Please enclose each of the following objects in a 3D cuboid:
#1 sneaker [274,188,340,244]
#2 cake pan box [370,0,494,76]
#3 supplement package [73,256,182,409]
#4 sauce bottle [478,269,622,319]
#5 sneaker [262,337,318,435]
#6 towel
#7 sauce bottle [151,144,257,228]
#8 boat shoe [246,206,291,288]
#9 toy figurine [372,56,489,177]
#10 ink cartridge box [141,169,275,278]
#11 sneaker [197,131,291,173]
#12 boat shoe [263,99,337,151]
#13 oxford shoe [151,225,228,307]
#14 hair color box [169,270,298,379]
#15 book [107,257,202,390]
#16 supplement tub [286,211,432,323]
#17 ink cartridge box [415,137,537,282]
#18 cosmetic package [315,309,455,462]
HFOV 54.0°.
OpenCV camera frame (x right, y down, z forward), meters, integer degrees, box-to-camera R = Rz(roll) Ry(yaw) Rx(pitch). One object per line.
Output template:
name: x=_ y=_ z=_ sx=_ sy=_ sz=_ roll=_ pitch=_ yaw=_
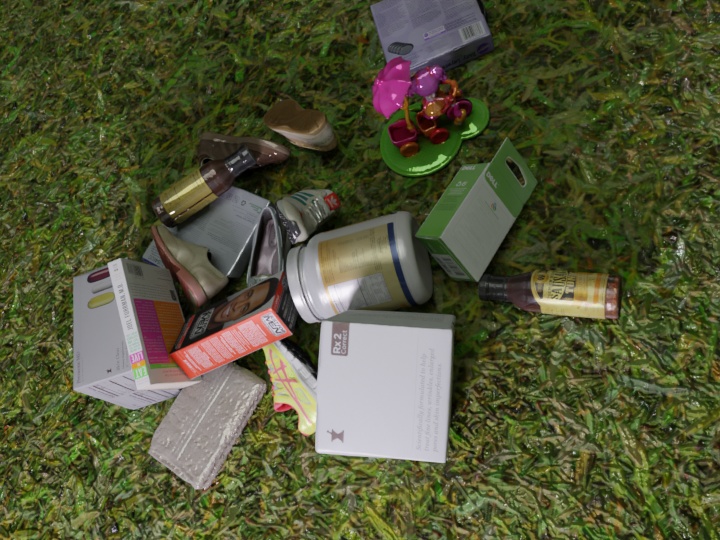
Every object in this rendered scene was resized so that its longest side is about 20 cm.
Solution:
sneaker: x=-0.081 y=-0.102 z=1.156 sx=0.093 sy=0.200 sz=0.071 roll=-23 pitch=103 yaw=4
cake pan box: x=0.130 y=-0.445 z=1.287 sx=0.199 sy=0.052 sz=0.185 roll=-21 pitch=64 yaw=12
supplement package: x=-0.386 y=0.109 z=1.182 sx=0.110 sy=0.156 sz=0.201 roll=-19 pitch=63 yaw=13
sauce bottle: x=0.270 y=0.032 z=1.015 sx=0.198 sy=0.066 sz=0.067 roll=2 pitch=68 yaw=24
sneaker: x=-0.113 y=0.171 z=1.097 sx=0.090 sy=0.078 sz=0.200 roll=-47 pitch=58 yaw=5
towel: x=-0.246 y=0.239 z=1.143 sx=0.132 sy=0.034 sz=0.201 roll=26 pitch=77 yaw=27
sauce bottle: x=-0.275 y=-0.153 z=1.260 sx=0.199 sy=0.065 sz=0.065 roll=-32 pitch=60 yaw=5
boat shoe: x=-0.160 y=-0.007 z=1.196 sx=0.074 sy=0.065 sz=0.204 roll=1 pitch=71 yaw=22
toy figurine: x=0.100 y=-0.271 z=1.145 sx=0.199 sy=0.184 sz=0.151 roll=-21 pitch=62 yaw=11
ink cartridge box: x=-0.275 y=-0.065 z=1.282 sx=0.199 sy=0.041 sz=0.201 roll=25 pitch=79 yaw=29
sneaker: x=-0.218 y=-0.209 z=1.320 sx=0.199 sy=0.070 sz=0.076 roll=12 pitch=91 yaw=28
boat shoe: x=-0.110 y=-0.257 z=1.286 sx=0.074 sy=0.069 sz=0.200 roll=-47 pitch=39 yaw=-7
oxford shoe: x=-0.297 y=-0.018 z=1.220 sx=0.074 sy=0.071 sz=0.200 roll=-31 pitch=57 yaw=-21
hair color box: x=-0.195 y=0.086 z=1.109 sx=0.199 sy=0.061 sz=0.102 roll=-25 pitch=28 yaw=19
book: x=-0.327 y=0.086 z=1.118 sx=0.048 sy=0.134 sz=0.201 roll=-20 pitch=76 yaw=13
supplement tub: x=0.000 y=0.000 z=1.087 sx=0.199 sy=0.144 sz=0.145 roll=-14 pitch=63 yaw=15
ink cartridge box: x=0.179 y=-0.093 z=1.067 sx=0.059 sy=0.104 sz=0.201 roll=7 pitch=57 yaw=54
cosmetic package: x=0.040 y=0.142 z=0.937 sx=0.164 sy=0.200 sz=0.166 roll=3 pitch=92 yaw=8
